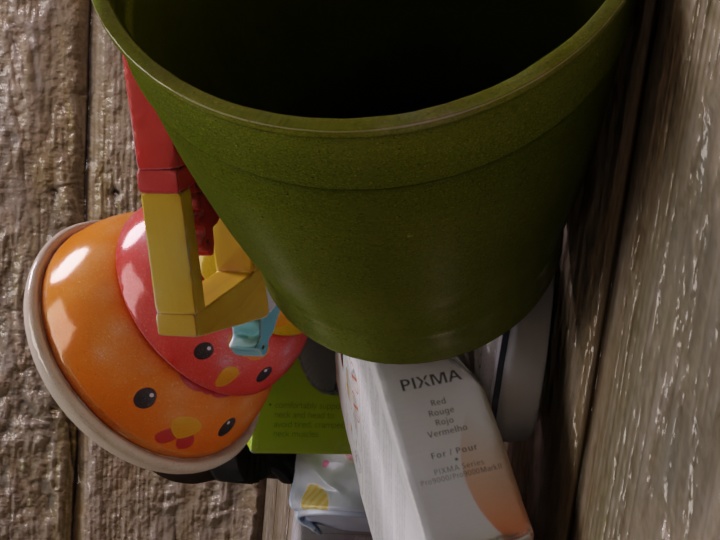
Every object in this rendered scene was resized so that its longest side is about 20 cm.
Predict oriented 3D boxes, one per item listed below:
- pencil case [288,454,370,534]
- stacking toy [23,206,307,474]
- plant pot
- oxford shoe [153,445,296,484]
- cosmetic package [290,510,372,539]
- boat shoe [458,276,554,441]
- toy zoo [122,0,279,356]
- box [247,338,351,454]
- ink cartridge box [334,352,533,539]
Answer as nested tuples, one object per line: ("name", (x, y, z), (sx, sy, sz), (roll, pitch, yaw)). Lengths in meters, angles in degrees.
("pencil case", (0.005, 0.059, 1.224), (0.083, 0.090, 0.201), (115, 157, -78))
("stacking toy", (-0.059, -0.003, 0.992), (0.200, 0.146, 0.146), (-39, 37, 36))
("plant pot", (0.013, -0.068, 0.779), (0.193, 0.200, 0.201), (79, -172, -52))
("oxford shoe", (-0.082, 0.095, 1.236), (0.200, 0.084, 0.073), (20, -113, -73))
("cosmetic package", (-0.004, 0.241, 1.251), (0.107, 0.090, 0.201), (101, 168, -57))
("boat shoe", (0.038, -0.016, 0.899), (0.075, 0.086, 0.203), (100, 172, -56))
("toy zoo", (-0.056, -0.058, 0.858), (0.131, 0.020, 0.201), (-37, -55, -61))
("box", (0.000, 0.000, 1.117), (0.048, 0.121, 0.201), (-142, 54, -77))
("ink cartridge box", (0.027, 0.081, 0.900), (0.162, 0.050, 0.200), (89, 171, -52))
